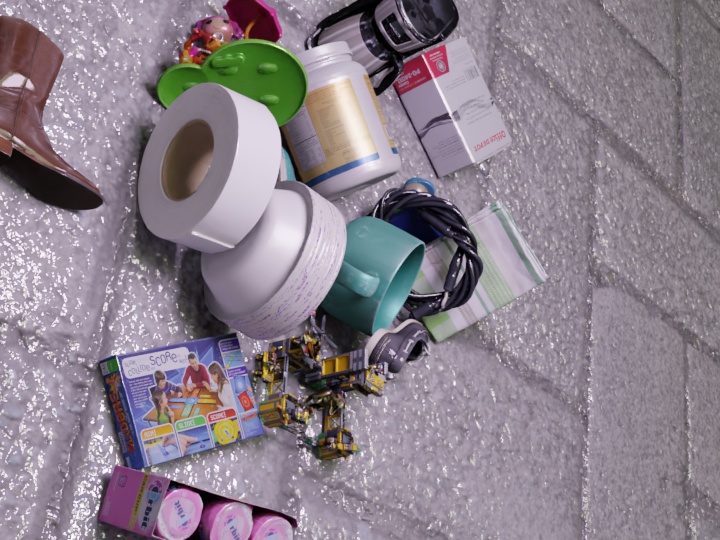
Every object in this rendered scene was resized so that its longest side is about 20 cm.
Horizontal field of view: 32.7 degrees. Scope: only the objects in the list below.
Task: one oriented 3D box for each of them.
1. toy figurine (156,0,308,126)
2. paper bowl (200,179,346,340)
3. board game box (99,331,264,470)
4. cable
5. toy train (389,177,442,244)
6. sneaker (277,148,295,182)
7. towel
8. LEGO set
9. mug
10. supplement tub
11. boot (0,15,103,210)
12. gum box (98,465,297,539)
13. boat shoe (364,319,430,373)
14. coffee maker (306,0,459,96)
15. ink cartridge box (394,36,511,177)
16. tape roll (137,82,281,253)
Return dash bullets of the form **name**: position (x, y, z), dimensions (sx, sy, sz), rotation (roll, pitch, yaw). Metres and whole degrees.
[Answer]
- **toy figurine**: position (-0.177, -0.301, 1.679), dimensions (0.151, 0.199, 0.185), rotation (90, -6, -45)
- **paper bowl**: position (-0.122, -0.022, 1.538), dimensions (0.104, 0.200, 0.201), rotation (34, 50, -36)
- **board game box**: position (-0.212, 0.155, 1.485), dimensions (0.200, 0.034, 0.136), rotation (-7, 79, -51)
- **cable**: position (0.089, -0.032, 1.823), dimensions (0.051, 0.163, 0.201), rotation (-4, 74, -78)
- **toy train**: position (0.129, -0.050, 1.941), dimensions (0.200, 0.084, 0.116), rotation (46, 31, -25)
- **sneaker**: position (-0.104, -0.073, 1.690), dimensions (0.080, 0.071, 0.201), rotation (7, 76, -48)
- **towel**: position (0.165, 0.006, 1.865), dimensions (0.149, 0.200, 0.031), rotation (57, 9, -12)
- **LEGO set**: position (-0.035, 0.157, 1.598), dimensions (0.200, 0.115, 0.154), rotation (46, 40, -41)
- **mug**: position (0.005, -0.005, 1.697), dimensions (0.114, 0.185, 0.152), rotation (28, 65, 14)
- **supplement tub**: position (-0.039, -0.211, 1.762), dimensions (0.144, 0.144, 0.201), rotation (-20, 89, -51)
- **boot**: position (-0.369, -0.189, 1.451), dimensions (0.186, 0.064, 0.201), rotation (32, 46, -38)
- **gum box**: position (-0.178, 0.283, 1.394), dimensions (0.200, 0.113, 0.066), rotation (27, 73, -39)
- **boat shoe**: position (0.065, 0.117, 1.753), dimensions (0.063, 0.073, 0.200), rotation (31, 12, 18)
- **coffee maker**: position (0.039, -0.386, 1.888), dimensions (0.135, 0.200, 0.193), rotation (37, 49, -33)
- **ink cartridge box**: position (0.153, -0.272, 2.056), dimensions (0.145, 0.083, 0.201), rotation (-32, 98, -51)
- **tape roll**: position (-0.188, -0.125, 1.511), dimensions (0.071, 0.202, 0.203), rotation (21, 58, -42)
